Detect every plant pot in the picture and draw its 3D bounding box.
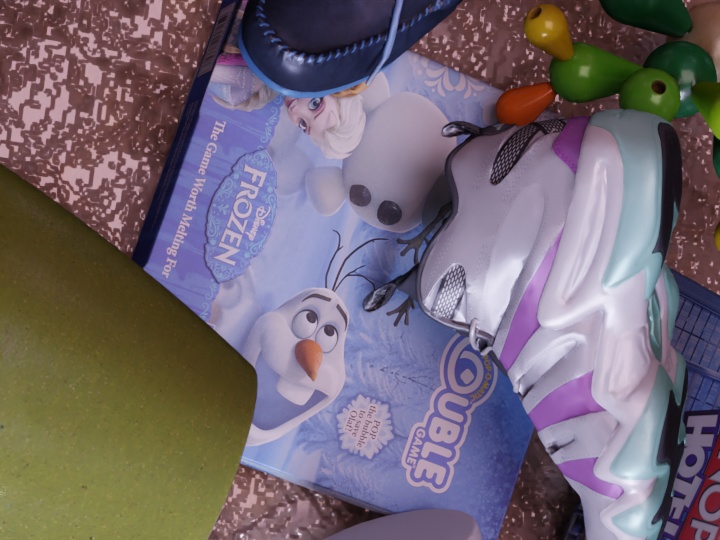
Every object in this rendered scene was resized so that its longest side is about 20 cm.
[{"bbox_3d":[-0.149,0.044,0.831,0.199,0.187,0.188,22,82,-14],"label":"plant pot"}]

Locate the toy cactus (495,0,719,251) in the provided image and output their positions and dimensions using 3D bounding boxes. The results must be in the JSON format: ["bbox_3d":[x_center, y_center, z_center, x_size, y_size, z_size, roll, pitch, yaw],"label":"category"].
[{"bbox_3d":[0.148,-0.083,0.968,0.200,0.165,0.102,46,121,3],"label":"toy cactus"}]

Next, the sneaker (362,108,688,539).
[{"bbox_3d":[0.067,0.030,0.911,0.139,0.078,0.202,2,100,18],"label":"sneaker"}]

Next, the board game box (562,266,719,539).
[{"bbox_3d":[0.175,0.107,0.929,0.061,0.199,0.201,30,79,-31],"label":"board game box"}]

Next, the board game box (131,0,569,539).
[{"bbox_3d":[0.000,0.000,0.961,0.198,0.043,0.201,21,82,-17],"label":"board game box"}]

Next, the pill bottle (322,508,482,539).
[{"bbox_3d":[0.036,0.213,0.919,0.112,0.113,0.202,-19,101,-17],"label":"pill bottle"}]

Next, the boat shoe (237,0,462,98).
[{"bbox_3d":[0.023,-0.151,0.934,0.084,0.069,0.200,45,57,1],"label":"boat shoe"}]
